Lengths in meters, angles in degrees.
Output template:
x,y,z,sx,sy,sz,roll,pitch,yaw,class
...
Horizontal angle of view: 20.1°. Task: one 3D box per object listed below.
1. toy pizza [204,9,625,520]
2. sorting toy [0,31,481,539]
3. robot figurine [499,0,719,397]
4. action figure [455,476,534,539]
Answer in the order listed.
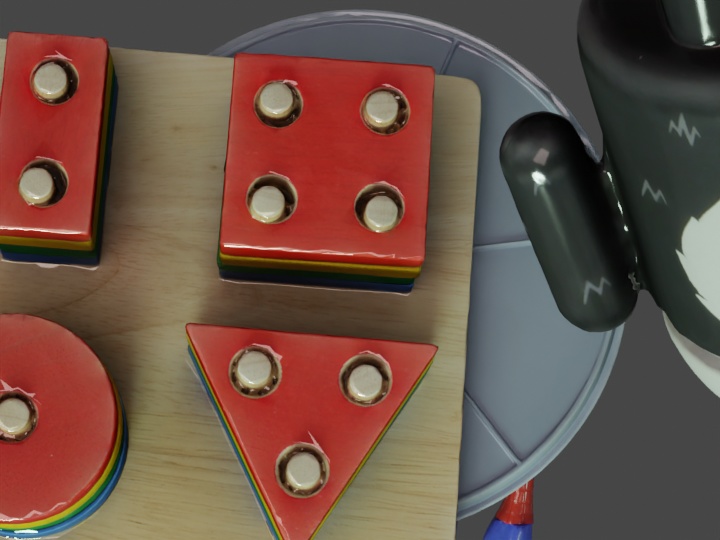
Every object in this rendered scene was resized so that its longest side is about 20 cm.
x,y,z,sx,sy,sz,roll,pitch,yaw,class
0.000,0.000,0.759,0.199,0.032,0.201,1,77,-3,toy pizza
-0.060,0.015,0.700,0.199,0.070,0.199,5,77,-2,sorting toy
0.136,-0.040,0.606,0.150,0.125,0.200,12,138,38,robot figurine
0.024,0.155,0.761,0.065,0.099,0.201,10,100,18,action figure
